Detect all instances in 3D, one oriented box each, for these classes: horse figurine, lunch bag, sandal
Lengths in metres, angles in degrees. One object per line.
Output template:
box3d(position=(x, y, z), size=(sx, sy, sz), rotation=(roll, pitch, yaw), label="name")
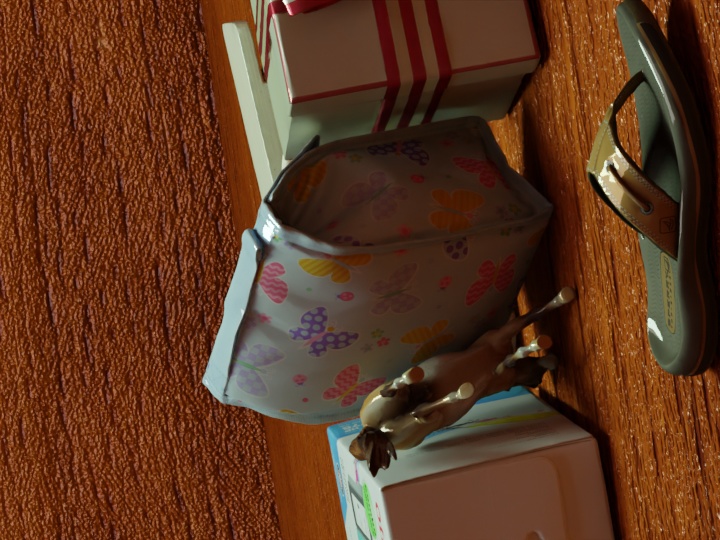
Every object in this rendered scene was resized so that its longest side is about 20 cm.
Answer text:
box3d(position=(0.059, 0.075, 1.643), size=(0.050, 0.200, 0.133), rotation=(57, 149, 6), label="horse figurine")
box3d(position=(0.000, 0.000, 1.676), size=(0.127, 0.200, 0.170), rotation=(53, 143, 35), label="lunch bag")
box3d(position=(0.144, -0.038, 1.318), size=(0.082, 0.055, 0.200), rotation=(-118, 20, -66), label="sandal")

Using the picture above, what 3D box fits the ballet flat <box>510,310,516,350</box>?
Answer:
box3d(position=(0.059, 0.101, 1.844), size=(0.062, 0.067, 0.200), rotation=(-55, -13, -64), label="ballet flat")

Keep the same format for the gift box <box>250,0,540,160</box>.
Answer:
box3d(position=(0.004, -0.192, 1.666), size=(0.187, 0.184, 0.200), rotation=(113, 140, -79), label="gift box")

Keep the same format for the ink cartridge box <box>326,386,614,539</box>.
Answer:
box3d(position=(0.075, 0.174, 1.699), size=(0.200, 0.146, 0.147), rotation=(-146, 45, -78), label="ink cartridge box")

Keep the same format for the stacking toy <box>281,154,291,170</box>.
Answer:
box3d(position=(0.047, -0.045, 1.836), size=(0.200, 0.146, 0.146), rotation=(52, 155, 39), label="stacking toy")

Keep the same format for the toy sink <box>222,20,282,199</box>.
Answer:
box3d(position=(-0.042, -0.135, 2.300), size=(0.130, 0.112, 0.200), rotation=(-153, 49, -80), label="toy sink")
